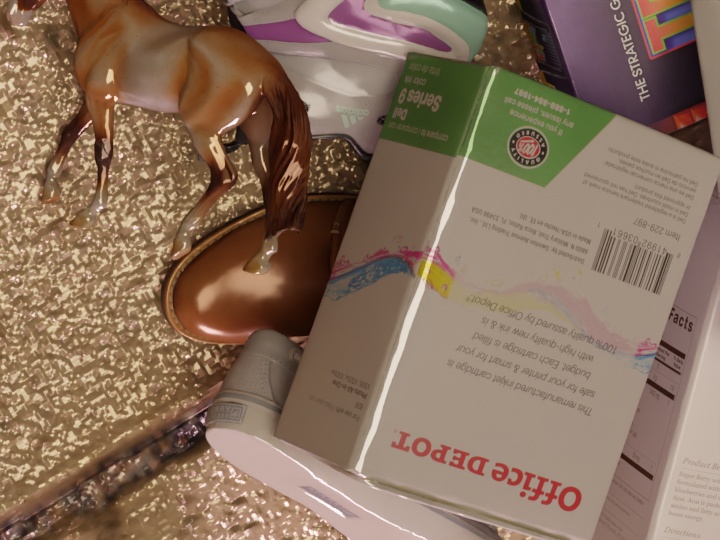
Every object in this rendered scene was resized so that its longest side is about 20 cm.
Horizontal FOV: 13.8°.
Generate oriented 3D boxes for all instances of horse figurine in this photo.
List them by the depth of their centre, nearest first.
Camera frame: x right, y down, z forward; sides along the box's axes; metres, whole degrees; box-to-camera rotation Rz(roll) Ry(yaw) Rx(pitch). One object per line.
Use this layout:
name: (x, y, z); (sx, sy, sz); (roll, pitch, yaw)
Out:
horse figurine: (-0.090, -0.076, 1.401); (0.050, 0.199, 0.133); (-5, 110, -55)

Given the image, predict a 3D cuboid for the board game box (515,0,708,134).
board game box: (0.153, -0.178, 1.486); (0.165, 0.057, 0.201); (-24, 107, -10)

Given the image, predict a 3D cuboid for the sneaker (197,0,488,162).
sneaker: (-0.052, -0.118, 1.434); (0.200, 0.078, 0.140); (32, 106, -5)

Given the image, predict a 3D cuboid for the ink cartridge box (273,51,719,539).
ink cartridge box: (0.065, 0.015, 1.408); (0.145, 0.087, 0.201); (19, 88, -31)

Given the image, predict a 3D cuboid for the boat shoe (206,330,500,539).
boat shoe: (0.006, 0.095, 1.491); (0.200, 0.072, 0.069); (32, 68, -29)

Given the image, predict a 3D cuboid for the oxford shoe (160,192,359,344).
oxford shoe: (0.000, 0.000, 1.478); (0.199, 0.071, 0.072); (-12, 109, -9)

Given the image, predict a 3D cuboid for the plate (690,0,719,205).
plate: (0.265, -0.055, 1.454); (0.199, 0.032, 0.201); (0, 74, -22)

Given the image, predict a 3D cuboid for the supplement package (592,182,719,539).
supplement package: (0.197, 0.062, 1.518); (0.121, 0.120, 0.201); (12, 99, -18)
